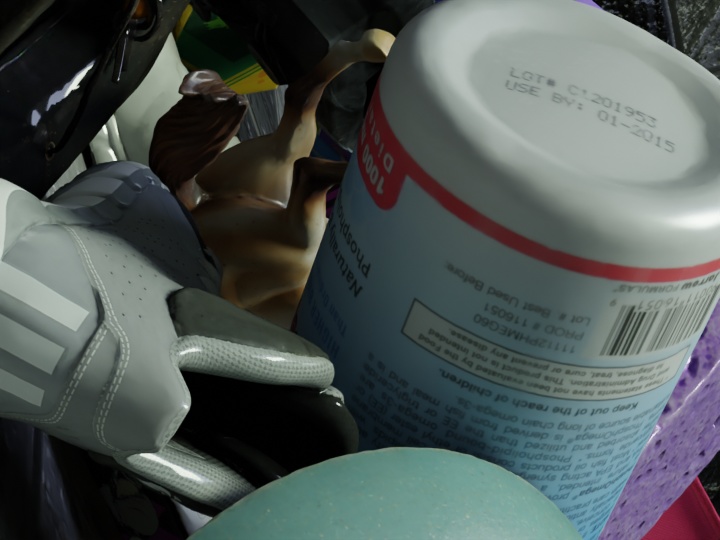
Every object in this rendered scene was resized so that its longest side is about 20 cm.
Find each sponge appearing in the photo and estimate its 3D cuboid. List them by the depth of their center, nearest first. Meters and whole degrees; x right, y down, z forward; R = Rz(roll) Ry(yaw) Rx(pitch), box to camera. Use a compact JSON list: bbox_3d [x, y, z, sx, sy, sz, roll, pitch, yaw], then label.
[{"bbox_3d":[0.109,0.054,0.812,0.030,0.200,0.112,36,-24,19],"label":"sponge"}]

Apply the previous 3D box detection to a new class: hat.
[{"bbox_3d":[-0.093,-0.094,0.619,0.081,0.201,0.201,35,5,1],"label":"hat"}]

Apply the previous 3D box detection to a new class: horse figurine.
[{"bbox_3d":[0.000,0.000,0.734,0.200,0.132,0.050,40,41,-25],"label":"horse figurine"}]

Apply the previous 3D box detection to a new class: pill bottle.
[{"bbox_3d":[0.032,0.029,0.651,0.109,0.109,0.200,-97,-157,-52],"label":"pill bottle"}]

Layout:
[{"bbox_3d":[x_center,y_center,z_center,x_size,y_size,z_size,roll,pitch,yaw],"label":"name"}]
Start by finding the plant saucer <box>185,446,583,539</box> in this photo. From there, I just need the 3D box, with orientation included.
[{"bbox_3d":[0.004,0.146,0.579,0.036,0.200,0.200,21,-45,50],"label":"plant saucer"}]

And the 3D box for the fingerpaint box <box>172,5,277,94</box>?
[{"bbox_3d":[-0.071,-0.192,0.987,0.167,0.073,0.200,136,-58,-70],"label":"fingerpaint box"}]

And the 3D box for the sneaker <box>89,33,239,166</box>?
[{"bbox_3d":[-0.064,-0.032,0.911,0.074,0.080,0.200,26,49,-81],"label":"sneaker"}]

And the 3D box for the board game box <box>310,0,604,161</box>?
[{"bbox_3d":[0.071,-0.042,0.909,0.200,0.045,0.135,43,-43,25],"label":"board game box"}]

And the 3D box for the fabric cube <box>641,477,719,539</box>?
[{"bbox_3d":[0.070,0.152,1.092,0.200,0.200,0.196,72,-2,-48],"label":"fabric cube"}]

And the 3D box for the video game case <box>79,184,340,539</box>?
[{"bbox_3d":[-0.001,0.074,0.822,0.200,0.036,0.182,-41,113,-44],"label":"video game case"}]

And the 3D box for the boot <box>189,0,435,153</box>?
[{"bbox_3d":[-0.049,-0.117,0.800,0.200,0.066,0.165,40,-2,19],"label":"boot"}]

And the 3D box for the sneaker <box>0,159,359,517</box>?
[{"bbox_3d":[-0.051,0.027,0.617,0.075,0.115,0.200,-63,172,9],"label":"sneaker"}]
